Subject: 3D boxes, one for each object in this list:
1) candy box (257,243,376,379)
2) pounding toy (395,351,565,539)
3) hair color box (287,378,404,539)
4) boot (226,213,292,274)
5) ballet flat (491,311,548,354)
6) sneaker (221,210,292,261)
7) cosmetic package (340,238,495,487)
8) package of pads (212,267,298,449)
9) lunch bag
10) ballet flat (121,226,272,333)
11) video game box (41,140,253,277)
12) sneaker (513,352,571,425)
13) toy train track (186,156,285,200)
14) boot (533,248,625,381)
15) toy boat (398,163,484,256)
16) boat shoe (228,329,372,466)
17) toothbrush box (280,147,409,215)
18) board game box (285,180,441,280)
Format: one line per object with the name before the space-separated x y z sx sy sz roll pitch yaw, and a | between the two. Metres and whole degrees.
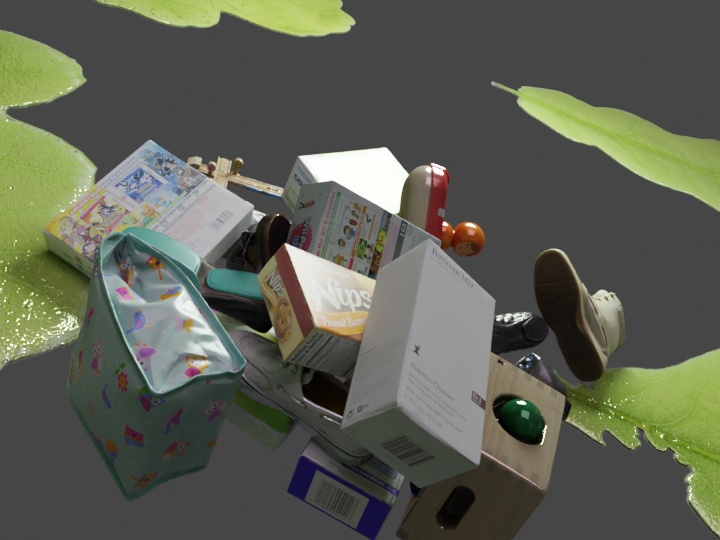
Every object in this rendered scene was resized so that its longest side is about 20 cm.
candy box | -0.007 0.057 0.821 0.198 0.055 0.117 22 31 -40
pounding toy | 0.124 0.173 0.828 0.140 0.203 0.185 29 33 6
hair color box | 0.009 0.186 0.868 0.107 0.066 0.200 27 32 6
boot | -0.131 -0.014 0.960 0.095 0.202 0.076 21 61 13
ballet flat | 0.187 0.095 1.132 0.195 0.057 0.068 1 75 -27
sneaker | -0.136 -0.041 1.077 0.196 0.080 0.079 19 4 12
cosmetic package | 0.061 0.085 0.744 0.112 0.080 0.203 38 44 -25
package of pads | -0.132 0.095 0.899 0.197 0.069 0.155 31 35 9
lunch bag | -0.214 0.086 0.763 0.120 0.172 0.201 -12 50 -40
ballet flat | -0.178 0.020 0.849 0.196 0.069 0.068 22 35 0
video game box | -0.264 -0.055 0.988 0.180 0.047 0.201 33 55 10
sneaker | 0.164 0.138 0.962 0.197 0.073 0.113 29 72 19
toy train track | -0.178 -0.149 1.238 0.195 0.033 0.116 16 34 -14
boot | 0.342 0.050 1.198 0.154 0.071 0.204 -24 93 -52
toy boat | 0.119 -0.048 1.139 0.127 0.206 0.130 8 -2 -5
boat shoe | -0.059 0.114 0.797 0.198 0.071 0.071 37 40 14
toothbrush box | -0.003 -0.110 1.234 0.197 0.087 0.146 -13 55 -44
board game box | 0.000 0.000 0.944 0.198 0.151 0.063 26 -16 -40
